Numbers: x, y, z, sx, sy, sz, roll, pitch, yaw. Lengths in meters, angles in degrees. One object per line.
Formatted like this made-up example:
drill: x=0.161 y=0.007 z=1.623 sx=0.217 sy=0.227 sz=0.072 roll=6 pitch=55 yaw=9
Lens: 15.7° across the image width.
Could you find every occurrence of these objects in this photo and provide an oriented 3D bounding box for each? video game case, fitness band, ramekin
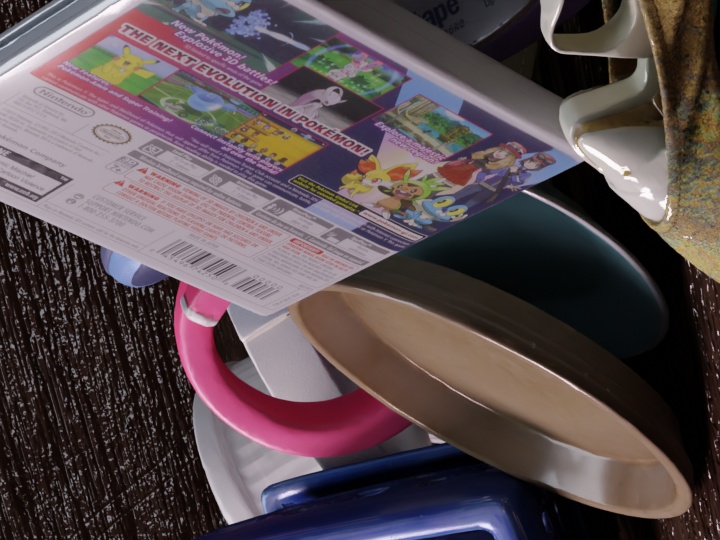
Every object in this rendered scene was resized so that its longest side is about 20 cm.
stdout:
video game case: x=-0.044 y=-0.052 z=0.969 sx=0.200 sy=0.182 sz=0.023 roll=26 pitch=-128 yaw=-39
fitness band: x=0.000 y=0.000 z=1.217 sx=0.200 sy=0.143 sz=0.037 roll=-54 pitch=27 yaw=18
ramekin: x=-0.009 y=0.126 z=1.638 sx=0.203 sy=0.094 sz=0.203 roll=49 pitch=-162 yaw=-22

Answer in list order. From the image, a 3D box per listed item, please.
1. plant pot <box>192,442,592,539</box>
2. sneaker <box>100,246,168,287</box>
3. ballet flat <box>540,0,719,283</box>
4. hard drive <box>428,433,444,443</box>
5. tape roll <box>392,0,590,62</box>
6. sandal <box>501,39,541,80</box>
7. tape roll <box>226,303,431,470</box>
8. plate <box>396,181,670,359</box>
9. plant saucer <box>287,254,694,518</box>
plant pot: x=0.033 y=0.194 z=1.331 sx=0.180 sy=0.199 sz=0.201 roll=-44 pitch=-63 yaw=-69
sneaker: x=-0.048 y=-0.027 z=1.366 sx=0.074 sy=0.199 sz=0.083 roll=-2 pitch=-111 yaw=-66
ballet flat: x=0.097 y=-0.075 z=0.914 sx=0.071 sy=0.070 sz=0.201 roll=-119 pitch=15 yaw=-54
hard drive: x=0.049 y=0.031 z=1.503 sx=0.200 sy=0.038 sz=0.140 roll=166 pitch=88 yaw=-82
tape roll: x=-0.003 y=-0.118 z=1.013 sx=0.200 sy=0.199 sz=0.066 roll=109 pitch=142 yaw=-75
sandal: x=0.039 y=-0.154 z=1.172 sx=0.070 sy=0.077 sz=0.213 roll=-8 pitch=-93 yaw=-79
tape roll: x=-0.022 y=0.045 z=1.484 sx=0.203 sy=0.037 sz=0.203 roll=57 pitch=-169 yaw=-17
plate: x=0.040 y=-0.015 z=1.115 sx=0.200 sy=0.199 sz=0.026 roll=97 pitch=-167 yaw=-69
plant saucer: x=0.060 y=0.048 z=1.144 sx=0.199 sy=0.030 sz=0.200 roll=27 pitch=165 yaw=8
